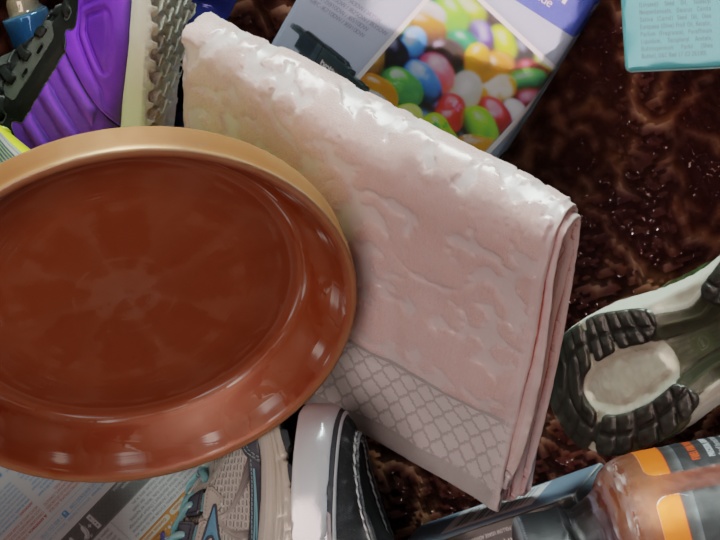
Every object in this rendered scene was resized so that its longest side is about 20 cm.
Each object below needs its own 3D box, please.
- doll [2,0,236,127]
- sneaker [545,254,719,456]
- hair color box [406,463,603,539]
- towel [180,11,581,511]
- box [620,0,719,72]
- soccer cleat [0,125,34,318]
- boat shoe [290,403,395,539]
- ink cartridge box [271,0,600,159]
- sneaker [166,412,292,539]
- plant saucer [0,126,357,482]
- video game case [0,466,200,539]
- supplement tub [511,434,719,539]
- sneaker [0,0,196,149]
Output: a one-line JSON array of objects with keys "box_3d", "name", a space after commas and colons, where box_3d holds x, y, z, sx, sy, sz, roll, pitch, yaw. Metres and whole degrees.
[{"box_3d": [-0.112, -0.115, 1.091, 0.136, 0.048, 0.201, 25, 113, 3], "name": "doll"}, {"box_3d": [0.177, 0.015, 0.992, 0.199, 0.088, 0.077, -21, 92, 32], "name": "sneaker"}, {"box_3d": [0.100, 0.204, 1.070, 0.099, 0.061, 0.201, -21, 93, 21], "name": "hair color box"}, {"box_3d": [0.000, 0.000, 1.022, 0.199, 0.032, 0.192, 28, 138, 22], "name": "towel"}, {"box_3d": [0.138, -0.189, 0.975, 0.049, 0.082, 0.201, -1, 100, 17], "name": "box"}, {"box_3d": [-0.161, -0.043, 1.002, 0.065, 0.084, 0.200, -39, 123, 19], "name": "soccer cleat"}, {"box_3d": [0.013, 0.156, 1.023, 0.067, 0.072, 0.201, -8, 89, 11], "name": "boat shoe"}, {"box_3d": [0.029, -0.106, 1.046, 0.119, 0.042, 0.201, 33, 107, 4], "name": "ink cartridge box"}, {"box_3d": [-0.070, 0.140, 1.053, 0.086, 0.078, 0.201, -3, 67, -9], "name": "sneaker"}, {"box_3d": [-0.101, 0.014, 0.985, 0.200, 0.200, 0.032, -39, 42, 20], "name": "plant saucer"}, {"box_3d": [-0.101, 0.136, 1.100, 0.200, 0.018, 0.143, 41, 65, 8], "name": "video game case"}, {"box_3d": [0.168, 0.121, 0.977, 0.199, 0.107, 0.108, -10, 97, -2], "name": "supplement tub"}, {"box_3d": [-0.133, -0.089, 1.040, 0.099, 0.070, 0.201, 10, 112, 8], "name": "sneaker"}]
